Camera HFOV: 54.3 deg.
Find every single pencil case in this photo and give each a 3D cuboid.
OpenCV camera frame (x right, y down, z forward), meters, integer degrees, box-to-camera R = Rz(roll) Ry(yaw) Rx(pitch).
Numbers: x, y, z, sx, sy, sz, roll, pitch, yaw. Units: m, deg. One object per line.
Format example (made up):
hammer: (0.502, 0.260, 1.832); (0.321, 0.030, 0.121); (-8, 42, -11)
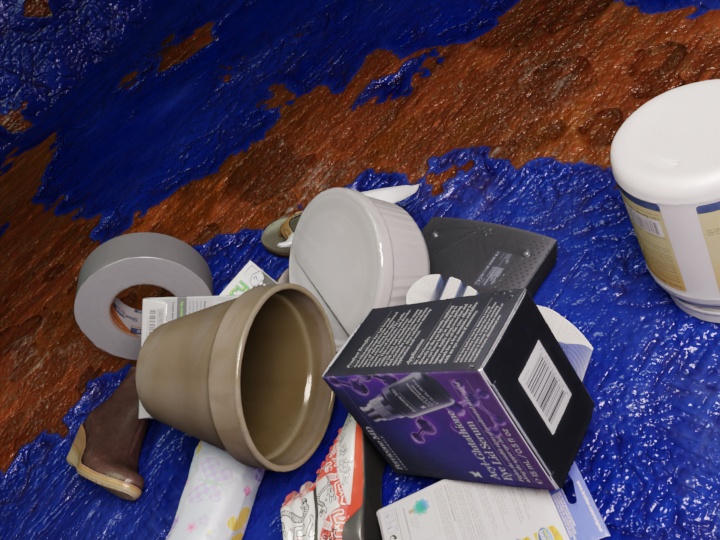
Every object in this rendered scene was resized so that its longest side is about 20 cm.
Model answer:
pencil case: (-0.174, 0.286, 0.790); (0.091, 0.083, 0.200); (2, 50, 22)

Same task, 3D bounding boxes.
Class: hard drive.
hard drive: (0.135, 0.001, 0.872); (0.200, 0.042, 0.135); (16, 62, 47)

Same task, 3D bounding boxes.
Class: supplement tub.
supplement tub: (0.327, -0.057, 0.651); (0.144, 0.200, 0.145); (-21, 41, 20)

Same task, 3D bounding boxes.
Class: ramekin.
ramekin: (0.000, 0.000, 0.874); (0.202, 0.094, 0.203); (0, 90, 53)

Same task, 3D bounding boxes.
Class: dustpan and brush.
dustpan and brush: (-0.023, -0.070, 0.985); (0.200, 0.057, 0.140); (-9, -5, -18)

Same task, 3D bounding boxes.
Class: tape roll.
tape roll: (-0.324, 0.042, 1.063); (0.200, 0.200, 0.066); (-31, 38, 8)

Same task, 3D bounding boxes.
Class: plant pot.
plant pot: (-0.148, 0.115, 0.785); (0.173, 0.200, 0.200); (-2, 49, 25)

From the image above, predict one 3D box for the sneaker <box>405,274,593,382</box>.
sneaker: (0.143, 0.081, 0.757); (0.199, 0.115, 0.081); (25, 67, 17)

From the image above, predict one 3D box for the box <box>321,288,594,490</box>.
box: (0.089, 0.113, 0.663); (0.200, 0.148, 0.104); (-13, 30, 46)

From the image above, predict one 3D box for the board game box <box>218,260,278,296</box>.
board game box: (-0.165, 0.102, 0.943); (0.126, 0.035, 0.200); (38, 83, 13)

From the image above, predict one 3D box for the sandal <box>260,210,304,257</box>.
sandal: (-0.086, -0.059, 1.098); (0.200, 0.055, 0.082); (15, 61, 46)

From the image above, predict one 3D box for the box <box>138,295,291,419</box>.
box: (-0.180, 0.111, 0.895); (0.200, 0.041, 0.156); (-3, 82, 11)

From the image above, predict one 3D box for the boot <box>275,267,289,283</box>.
boot: (-0.137, 0.079, 1.007); (0.200, 0.074, 0.075); (-51, 10, -10)

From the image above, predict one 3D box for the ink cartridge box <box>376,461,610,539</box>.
ink cartridge box: (0.118, 0.238, 0.645); (0.200, 0.042, 0.119); (-31, 37, 13)

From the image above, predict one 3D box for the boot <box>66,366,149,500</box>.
boot: (-0.326, 0.219, 0.986); (0.200, 0.072, 0.167); (7, 58, 47)

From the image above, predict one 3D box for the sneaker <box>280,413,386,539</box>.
sneaker: (-0.029, 0.219, 0.757); (0.108, 0.067, 0.202); (-18, 42, 23)
